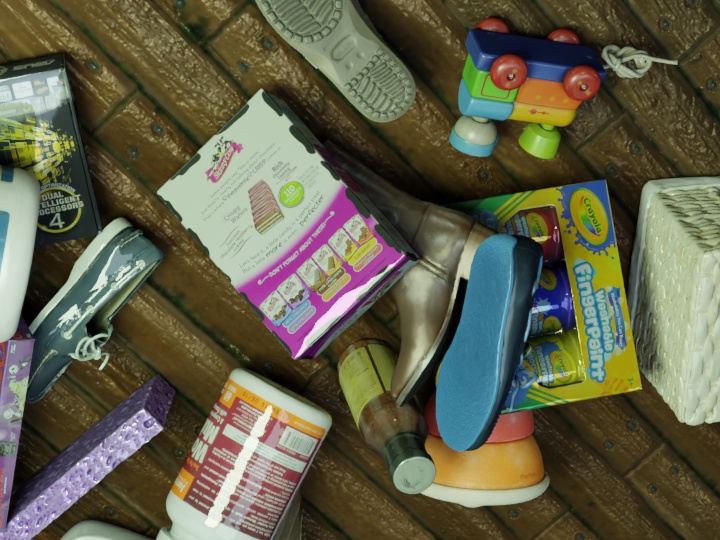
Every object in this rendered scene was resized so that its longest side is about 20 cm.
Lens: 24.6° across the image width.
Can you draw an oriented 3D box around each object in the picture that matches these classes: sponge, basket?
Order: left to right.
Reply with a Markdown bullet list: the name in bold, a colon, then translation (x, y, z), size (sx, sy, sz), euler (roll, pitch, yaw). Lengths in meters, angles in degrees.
- **sponge**: translation (-0.261, 0.182, 1.545), size (0.200, 0.112, 0.030), euler (-40, 102, 8)
- **basket**: translation (0.377, 0.024, 1.595), size (0.197, 0.161, 0.201), euler (-3, 115, -11)

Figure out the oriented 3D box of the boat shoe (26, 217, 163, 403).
- **boat shoe**: translation (-0.250, 0.047, 1.500), size (0.062, 0.075, 0.200), euler (38, 98, 11)

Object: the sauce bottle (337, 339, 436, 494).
- **sauce bottle**: translation (0.025, 0.137, 1.543), size (0.066, 0.200, 0.066), euler (-5, 118, -9)

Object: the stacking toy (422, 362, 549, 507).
- **stacking toy**: translation (0.119, 0.121, 1.620), size (0.145, 0.146, 0.201), euler (1, 97, -14)

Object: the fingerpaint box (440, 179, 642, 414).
- **fingerpaint box**: translation (0.160, 0.027, 1.544), size (0.166, 0.073, 0.201), euler (-9, 88, -9)

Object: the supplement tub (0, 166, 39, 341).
- **supplement tub**: translation (-0.370, -0.026, 1.336), size (0.199, 0.145, 0.145), euler (10, 113, -15)

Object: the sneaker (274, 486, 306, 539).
- **sneaker**: translation (-0.086, 0.277, 1.673), size (0.075, 0.070, 0.201), euler (1, 121, -35)

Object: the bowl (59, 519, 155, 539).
- **bowl**: translation (-0.248, 0.344, 1.653), size (0.199, 0.075, 0.201), euler (26, 107, -23)

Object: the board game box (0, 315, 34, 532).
- **board game box**: translation (-0.334, 0.121, 1.493), size (0.032, 0.120, 0.201), euler (-2, 117, -32)

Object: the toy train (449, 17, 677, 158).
- **toy train**: translation (0.183, -0.153, 1.508), size (0.199, 0.085, 0.116), euler (6, 125, -16)

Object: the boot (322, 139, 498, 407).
- **boot**: translation (0.000, 0.000, 1.488), size (0.199, 0.064, 0.187), euler (26, 90, 10)

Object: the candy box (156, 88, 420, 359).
- **candy box**: translation (-0.064, -0.040, 1.450), size (0.136, 0.061, 0.200), euler (-42, 78, 10)

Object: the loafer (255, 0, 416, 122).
- **loafer**: translation (-0.031, -0.213, 1.432), size (0.076, 0.068, 0.200), euler (-37, 102, 2)

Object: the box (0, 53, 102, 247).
- **box**: translation (-0.336, -0.091, 1.428), size (0.199, 0.049, 0.162), euler (-11, 116, -6)

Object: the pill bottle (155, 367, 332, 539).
- **pill bottle**: translation (-0.117, 0.203, 1.563), size (0.109, 0.109, 0.201), euler (29, 87, -24)

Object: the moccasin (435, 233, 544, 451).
- **moccasin**: translation (0.125, 0.067, 1.445), size (0.068, 0.080, 0.201), euler (-5, 119, -44)
